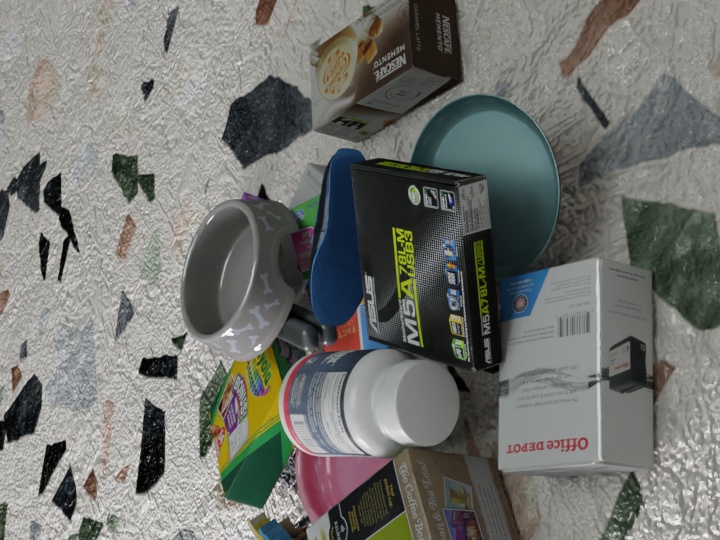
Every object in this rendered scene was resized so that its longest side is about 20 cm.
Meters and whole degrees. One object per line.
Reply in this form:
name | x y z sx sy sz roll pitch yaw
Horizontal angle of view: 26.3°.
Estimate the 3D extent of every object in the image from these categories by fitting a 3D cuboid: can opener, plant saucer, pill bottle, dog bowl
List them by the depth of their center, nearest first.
plant saucer | 0.134 -0.086 1.625 0.199 0.027 0.202 7 100 40
pill bottle | 0.012 0.145 1.679 0.199 0.119 0.121 -7 75 52
plant saucer | -0.001 0.216 1.819 0.200 0.051 0.202 -21 64 49
dog bowl | -0.150 0.006 1.860 0.200 0.058 0.202 -27 56 49
can opener | -0.092 0.069 1.861 0.200 0.052 0.067 12 115 58

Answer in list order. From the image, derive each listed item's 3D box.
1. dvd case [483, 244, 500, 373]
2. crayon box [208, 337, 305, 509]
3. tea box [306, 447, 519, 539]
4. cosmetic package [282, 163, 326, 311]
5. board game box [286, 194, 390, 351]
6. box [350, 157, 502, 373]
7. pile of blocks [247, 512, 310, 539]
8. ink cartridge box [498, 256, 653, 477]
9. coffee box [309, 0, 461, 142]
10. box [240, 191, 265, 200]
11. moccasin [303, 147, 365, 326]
dvd case | 0.080 0.022 1.657 0.200 0.017 0.144 16 116 54
crayon box | -0.126 0.170 1.947 0.173 0.058 0.200 -64 22 20
tea box | 0.064 0.325 1.634 0.197 0.133 0.201 -43 49 39
cosmetic package | -0.057 -0.023 1.942 0.102 0.074 0.201 43 116 48
board game box | 0.000 0.000 1.810 0.153 0.040 0.201 -25 78 41
box | 0.066 -0.010 1.604 0.193 0.047 0.202 14 115 52
pile of blocks | -0.069 0.336 1.857 0.200 0.062 0.082 39 153 48
ink cartridge box | 0.214 0.101 1.539 0.145 0.083 0.202 -14 69 50
coffee box | 0.027 -0.250 1.885 0.200 0.079 0.115 -25 61 47
box | -0.162 -0.009 2.036 0.200 0.039 0.138 -103 36 -69
moccasin | -0.017 -0.035 1.750 0.068 0.080 0.202 166 115 -80
